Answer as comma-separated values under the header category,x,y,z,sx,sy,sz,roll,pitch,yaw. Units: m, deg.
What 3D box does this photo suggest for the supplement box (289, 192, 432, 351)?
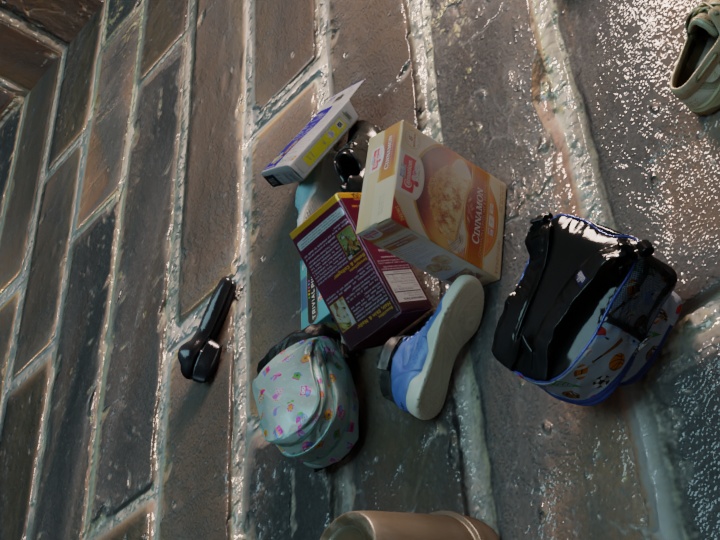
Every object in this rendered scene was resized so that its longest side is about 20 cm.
category,x,y,z,sx,sy,sz,roll,pitch,yaw
supplement box,0.000,0.000,1.673,0.110,0.086,0.200,-39,71,32

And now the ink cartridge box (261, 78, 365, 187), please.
category,x,y,z,sx,sy,sz,roll,pitch,yaw
ink cartridge box,-0.072,-0.231,2.008,0.200,0.047,0.198,-47,13,-12

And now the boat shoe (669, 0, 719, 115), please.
category,x,y,z,sx,sy,sz,roll,pitch,yaw
boat shoe,0.420,-0.286,1.379,0.072,0.065,0.200,13,78,57

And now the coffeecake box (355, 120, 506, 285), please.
category,x,y,z,sx,sy,sz,roll,pitch,yaw
coffeecake box,0.098,-0.083,1.566,0.073,0.200,0.154,-24,48,45

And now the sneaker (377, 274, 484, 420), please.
category,x,y,z,sx,sy,sz,roll,pitch,yaw
sneaker,0.086,0.091,1.571,0.111,0.077,0.200,20,91,49

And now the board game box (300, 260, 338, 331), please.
category,x,y,z,sx,sy,sz,roll,pitch,yaw
board game box,-0.015,0.001,1.813,0.200,0.047,0.151,-38,39,34

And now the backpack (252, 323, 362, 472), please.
category,x,y,z,sx,sy,sz,roll,pitch,yaw
backpack,-0.079,0.190,1.691,0.167,0.126,0.200,-42,40,24

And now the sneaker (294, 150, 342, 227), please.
category,x,y,z,sx,sy,sz,roll,pitch,yaw
sneaker,-0.077,-0.107,1.967,0.082,0.074,0.200,-30,34,45

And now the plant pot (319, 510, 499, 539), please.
category,x,y,z,sx,sy,sz,roll,pitch,yaw
plant pot,0.043,0.357,1.347,0.200,0.173,0.200,-36,39,36

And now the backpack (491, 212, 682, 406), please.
category,x,y,z,sx,sy,sz,roll,pitch,yaw
backpack,0.245,0.051,1.303,0.191,0.154,0.200,-55,25,-3

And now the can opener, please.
category,x,y,z,sx,sy,sz,roll,pitch,yaw
can opener,-0.270,0.106,2.108,0.063,0.078,0.200,89,-160,-72

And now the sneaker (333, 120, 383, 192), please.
category,x,y,z,sx,sy,sz,roll,pitch,yaw
sneaker,-0.001,-0.183,1.889,0.076,0.091,0.200,-46,34,29
